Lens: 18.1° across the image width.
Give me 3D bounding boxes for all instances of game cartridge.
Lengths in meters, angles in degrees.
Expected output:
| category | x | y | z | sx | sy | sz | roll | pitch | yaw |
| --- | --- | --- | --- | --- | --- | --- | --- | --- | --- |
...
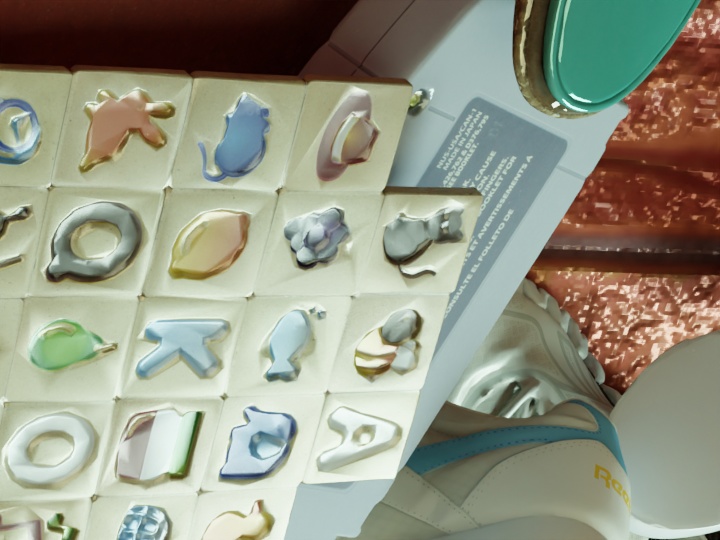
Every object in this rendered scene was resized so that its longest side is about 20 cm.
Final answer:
| category | x | y | z | sx | sy | sz | roll | pitch | yaw |
| --- | --- | --- | --- | --- | --- | --- | --- | --- | --- |
| game cartridge | 0.000 | 0.000 | 0.701 | 0.133 | 0.042 | 0.200 | 20 | 105 | -53 |

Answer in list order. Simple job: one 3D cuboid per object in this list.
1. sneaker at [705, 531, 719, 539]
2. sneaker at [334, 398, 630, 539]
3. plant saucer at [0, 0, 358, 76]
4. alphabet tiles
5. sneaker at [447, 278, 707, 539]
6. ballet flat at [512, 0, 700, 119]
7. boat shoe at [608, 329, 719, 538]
| category | x | y | z | sx | sy | sz | roll | pitch | yaw |
| --- | --- | --- | --- | --- | --- | --- | --- | --- | --- |
| sneaker | 0.154 | 0.191 | 0.995 | 0.085 | 0.073 | 0.200 | 22 | 111 | -29 |
| sneaker | 0.000 | 0.093 | 0.817 | 0.199 | 0.081 | 0.077 | -4 | 137 | 17 |
| plant saucer | -0.035 | -0.087 | 0.636 | 0.200 | 0.037 | 0.200 | -27 | 141 | -33 |
| alphabet tiles | -0.064 | 0.020 | 0.623 | 0.199 | 0.006 | 0.167 | 0 | 120 | -29 |
| sneaker | 0.075 | 0.067 | 0.875 | 0.075 | 0.081 | 0.200 | -43 | 126 | 12 |
| ballet flat | 0.085 | -0.141 | 0.645 | 0.070 | 0.065 | 0.200 | 23 | 96 | -45 |
| boat shoe | 0.163 | 0.046 | 0.880 | 0.200 | 0.072 | 0.068 | -36 | 166 | -26 |
